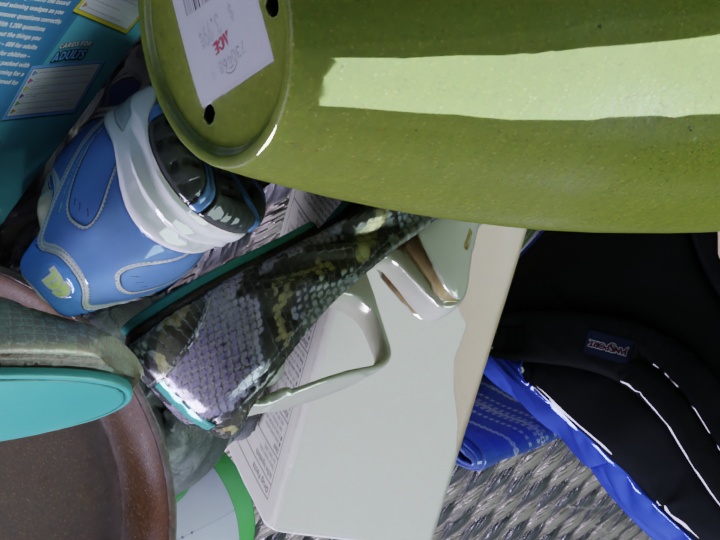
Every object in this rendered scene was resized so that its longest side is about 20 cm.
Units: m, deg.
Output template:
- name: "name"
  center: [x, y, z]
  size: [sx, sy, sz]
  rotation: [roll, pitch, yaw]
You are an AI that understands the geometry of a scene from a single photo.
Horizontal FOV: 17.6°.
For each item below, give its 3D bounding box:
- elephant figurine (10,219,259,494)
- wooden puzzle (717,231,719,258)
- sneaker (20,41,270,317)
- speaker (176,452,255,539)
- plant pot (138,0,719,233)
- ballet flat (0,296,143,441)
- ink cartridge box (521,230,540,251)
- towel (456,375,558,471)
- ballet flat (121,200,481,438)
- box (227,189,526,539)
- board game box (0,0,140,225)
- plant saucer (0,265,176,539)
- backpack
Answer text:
- name: "elephant figurine"
  center: [-0.159, 0.070, 0.926]
  size: [0.200, 0.155, 0.142]
  rotation: [-33, -168, 3]
- name: "wooden puzzle"
  center: [0.149, -0.107, 0.902]
  size: [0.037, 0.186, 0.200]
  rotation: [-2, -170, 4]
- name: "sneaker"
  center: [-0.080, -0.037, 0.847]
  size: [0.077, 0.076, 0.200]
  rotation: [-37, -173, 9]
- name: "speaker"
  center: [-0.146, 0.145, 1.110]
  size: [0.200, 0.088, 0.089]
  rotation: [-23, 152, -40]
- name: "plant pot"
  center: [0.034, -0.092, 0.772]
  size: [0.200, 0.187, 0.187]
  rotation: [-10, 144, -33]
- name: "ballet flat"
  center: [-0.176, 0.031, 0.789]
  size: [0.199, 0.063, 0.067]
  rotation: [-10, 156, -6]
- name: "ink cartridge box"
  center: [0.099, -0.034, 1.208]
  size: [0.200, 0.076, 0.148]
  rotation: [-4, 137, -56]
- name: "towel"
  center: [0.072, 0.044, 1.234]
  size: [0.200, 0.145, 0.024]
  rotation: [-20, 126, -44]
- name: "ballet flat"
  center: [0.000, 0.000, 0.866]
  size: [0.200, 0.072, 0.072]
  rotation: [-36, 159, -33]
- name: "box"
  center: [0.009, 0.009, 0.997]
  size: [0.078, 0.095, 0.201]
  rotation: [9, 109, -20]
- name: "board game box"
  center: [-0.126, -0.095, 0.747]
  size: [0.200, 0.047, 0.151]
  rotation: [-51, 159, 19]
- name: "plant saucer"
  center: [-0.166, 0.089, 0.839]
  size: [0.200, 0.200, 0.032]
  rotation: [-43, -173, 1]
- name: "backpack"
  center: [0.166, 0.044, 1.078]
  size: [0.163, 0.200, 0.168]
  rotation: [-46, 174, -3]
